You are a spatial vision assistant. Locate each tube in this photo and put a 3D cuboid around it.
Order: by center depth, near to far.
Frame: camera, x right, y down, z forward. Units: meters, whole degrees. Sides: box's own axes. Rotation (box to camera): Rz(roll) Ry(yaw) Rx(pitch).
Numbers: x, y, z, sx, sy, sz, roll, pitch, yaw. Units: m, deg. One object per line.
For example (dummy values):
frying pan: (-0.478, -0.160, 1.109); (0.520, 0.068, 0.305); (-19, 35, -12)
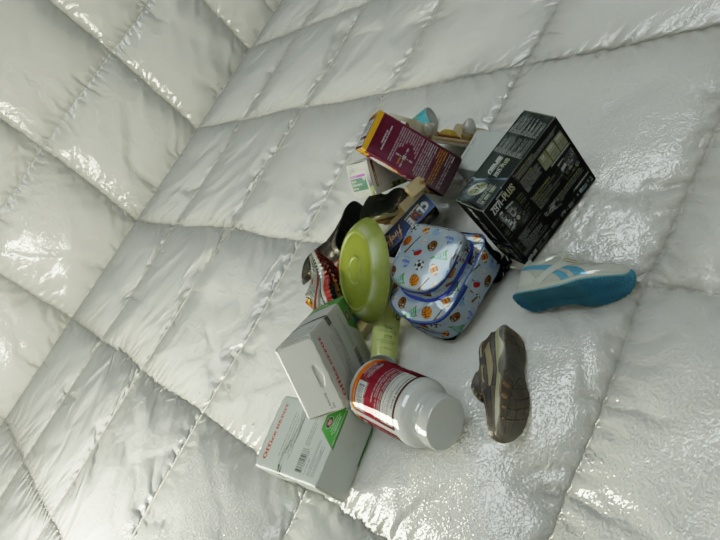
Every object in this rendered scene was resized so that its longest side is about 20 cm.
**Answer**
tube: (0.052, 0.087, 1.283); (0.051, 0.058, 0.204); (-14, 51, 30)
tube: (0.109, -0.339, 1.650); (0.198, 0.050, 0.079); (-32, 30, 36)

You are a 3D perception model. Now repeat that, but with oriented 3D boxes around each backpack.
backpack: (0.144, 0.019, 1.177); (0.198, 0.152, 0.195); (13, 78, 51)

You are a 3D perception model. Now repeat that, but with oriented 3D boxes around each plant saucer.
plant saucer: (0.000, 0.000, 1.257); (0.199, 0.030, 0.206); (179, 90, -66)

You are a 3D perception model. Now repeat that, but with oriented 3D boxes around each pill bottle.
pill bottle: (0.076, 0.226, 1.083); (0.198, 0.113, 0.115); (13, 68, 53)

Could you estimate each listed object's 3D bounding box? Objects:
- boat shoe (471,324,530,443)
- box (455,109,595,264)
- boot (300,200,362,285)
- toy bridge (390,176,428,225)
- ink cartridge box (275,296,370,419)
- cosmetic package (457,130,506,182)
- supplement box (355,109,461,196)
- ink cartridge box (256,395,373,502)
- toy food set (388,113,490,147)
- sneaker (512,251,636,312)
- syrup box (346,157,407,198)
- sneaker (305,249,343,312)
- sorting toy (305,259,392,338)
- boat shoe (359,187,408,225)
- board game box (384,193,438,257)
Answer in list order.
boat shoe: (0.215, 0.181, 1.008); (0.073, 0.074, 0.203); (-34, 27, 39)
box: (0.290, -0.142, 1.130); (0.202, 0.163, 0.086); (-52, 34, -1)
boot: (-0.072, -0.069, 1.586); (0.173, 0.069, 0.202); (-35, 20, 45)
toy bridge: (0.105, -0.141, 1.292); (0.067, 0.027, 0.200); (-42, -8, -16)
ink cartridge box: (-0.061, 0.158, 1.203); (0.083, 0.149, 0.200); (-22, 8, 22)
cosmetic package: (0.288, -0.214, 1.284); (0.103, 0.074, 0.198); (-57, 35, -8)
supplement box: (0.097, -0.239, 1.334); (0.087, 0.197, 0.110); (-61, 10, 4)
ink cartridge box: (-0.090, 0.328, 1.212); (0.197, 0.083, 0.149); (-1, 58, 49)
toy food set: (0.175, -0.318, 1.430); (0.143, 0.195, 0.062); (36, 119, 56)
sneaker: (0.333, 0.008, 1.016); (0.197, 0.076, 0.082); (-8, 49, 44)
syrup box: (0.069, -0.233, 1.466); (0.198, 0.083, 0.078); (-28, 15, -36)
sneaker: (-0.087, 0.031, 1.372); (0.082, 0.078, 0.202); (-39, 35, 18)
sorting toy: (-0.020, 0.042, 1.414); (0.201, 0.069, 0.199); (-53, 33, -3)
boat shoe: (0.065, -0.134, 1.477); (0.199, 0.073, 0.077); (1, 67, 63)
board game box: (0.100, -0.086, 1.316); (0.136, 0.035, 0.200); (-47, -6, 7)
